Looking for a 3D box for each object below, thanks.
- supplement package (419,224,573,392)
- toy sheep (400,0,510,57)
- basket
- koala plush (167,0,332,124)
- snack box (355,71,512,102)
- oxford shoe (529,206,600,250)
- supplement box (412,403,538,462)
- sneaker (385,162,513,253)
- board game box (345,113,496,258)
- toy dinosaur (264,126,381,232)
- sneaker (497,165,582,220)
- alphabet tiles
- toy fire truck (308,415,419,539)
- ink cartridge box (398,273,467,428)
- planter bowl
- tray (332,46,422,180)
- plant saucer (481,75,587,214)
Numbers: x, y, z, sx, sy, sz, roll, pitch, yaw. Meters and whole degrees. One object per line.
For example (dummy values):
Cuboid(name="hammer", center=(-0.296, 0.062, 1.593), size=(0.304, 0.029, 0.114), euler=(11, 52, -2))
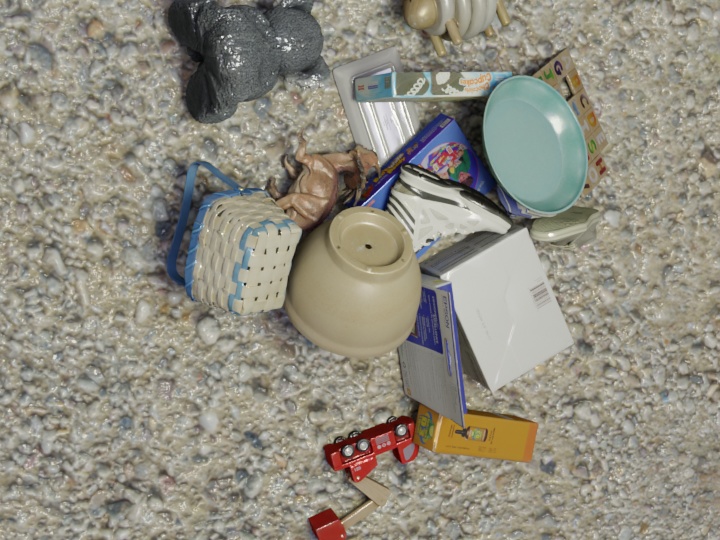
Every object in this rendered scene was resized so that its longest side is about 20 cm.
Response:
Cuboid(name="supplement package", center=(0.206, 0.050, 1.642), size=(0.154, 0.111, 0.202), euler=(-28, 106, -10))
Cuboid(name="toy sheep", center=(0.144, -0.394, 1.547), size=(0.198, 0.137, 0.140), euler=(-25, 106, -27))
Cuboid(name="basket", center=(-0.184, -0.033, 1.462), size=(0.138, 0.199, 0.178), euler=(-13, 126, -52))
Cuboid(name="koala plush", center=(-0.133, -0.303, 1.462), size=(0.198, 0.183, 0.180), euler=(-17, 104, -26))
Cuboid(name="snack box", center=(0.105, -0.263, 1.541), size=(0.197, 0.116, 0.038), euler=(-5, 97, -27))
Cuboid(name="oxford shoe", center=(0.315, -0.057, 1.638), size=(0.199, 0.074, 0.059), euler=(-18, 118, -58))
Cuboid(name="supplement box", center=(0.180, 0.252, 1.667), size=(0.198, 0.068, 0.068), euler=(12, 90, -33))
Cuboid(name="sneaker", center=(0.121, -0.070, 1.572), size=(0.198, 0.076, 0.116), euler=(21, 108, -22))
Cuboid(name="board game box", center=(0.091, -0.114, 1.598), size=(0.200, 0.045, 0.135), euler=(-43, 121, -6))
Cuboid(name="toy dinosaur", center=(-0.060, -0.111, 1.534), size=(0.135, 0.086, 0.202), euler=(31, 87, -6))
Cuboid(name="sneaker", center=(0.250, -0.109, 1.618), size=(0.198, 0.114, 0.082), euler=(-17, 87, -51))
Cuboid(name="alphabet tiles", center=(0.319, -0.219, 1.635), size=(0.167, 0.007, 0.202), euler=(-41, 109, -45))
Cuboid(name="toy fire truck", center=(0.007, 0.321, 1.656), size=(0.198, 0.049, 0.143), euler=(-19, 104, -14))
Cuboid(name="ink cartridge box", center=(0.110, 0.109, 1.574), size=(0.046, 0.199, 0.201), euler=(-12, 103, -23))
Cuboid(name="planter bowl", center=(0.000, 0.000, 1.478), size=(0.197, 0.202, 0.135), euler=(2, 141, -17))
Cuboid(name="tray", center=(0.039, -0.219, 1.595), size=(0.106, 0.022, 0.202), euler=(-23, 105, -14))
Cuboid(name="plant saucer", center=(0.239, -0.174, 1.518), size=(0.198, 0.036, 0.203), euler=(10, 73, -33))
